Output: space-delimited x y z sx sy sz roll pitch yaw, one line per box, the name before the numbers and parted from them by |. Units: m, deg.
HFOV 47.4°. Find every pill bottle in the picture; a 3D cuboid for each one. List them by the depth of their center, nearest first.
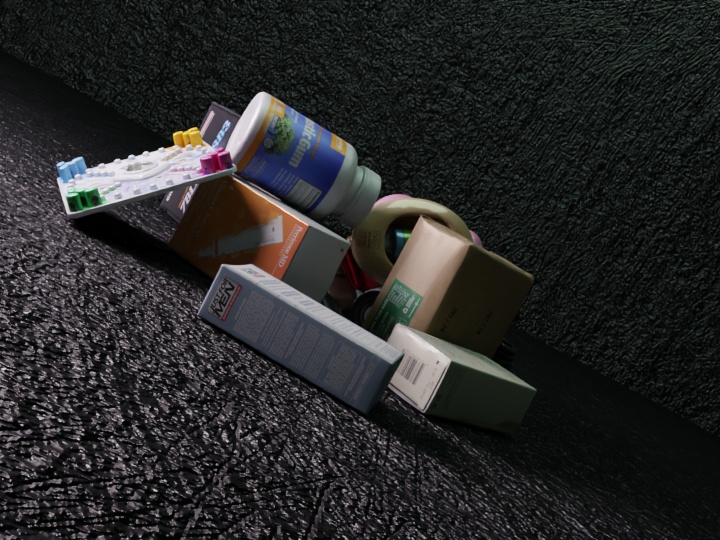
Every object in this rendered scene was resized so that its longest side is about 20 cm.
pill bottle | -0.074 -0.140 1.096 0.198 0.113 0.112 28 5 -21

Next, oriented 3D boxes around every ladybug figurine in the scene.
ladybug figurine | 0.070 -0.037 1.215 0.197 0.138 0.072 7 -5 -19

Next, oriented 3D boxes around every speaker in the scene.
speaker | 0.051 0.056 1.262 0.081 0.082 0.200 29 15 12

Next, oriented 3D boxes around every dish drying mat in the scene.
dish drying mat | 0.000 0.000 1.274 0.200 0.018 0.078 21 50 -77

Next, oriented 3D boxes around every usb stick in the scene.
usb stick | -0.041 0.063 1.089 0.056 0.033 0.200 48 1 -11

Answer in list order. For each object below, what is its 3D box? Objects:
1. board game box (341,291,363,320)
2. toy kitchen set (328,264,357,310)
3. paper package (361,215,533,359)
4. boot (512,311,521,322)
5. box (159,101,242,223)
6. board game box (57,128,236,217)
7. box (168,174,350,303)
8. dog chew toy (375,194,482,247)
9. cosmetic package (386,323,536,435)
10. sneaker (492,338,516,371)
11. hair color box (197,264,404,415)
board game box | -0.026 0.048 1.395 0.199 0.026 0.199 32 7 39
toy kitchen set | -0.058 -0.056 1.238 0.199 0.182 0.163 5 22 -46
paper package | 0.117 0.053 1.125 0.103 0.202 0.190 33 6 42
boot | 0.208 0.098 1.339 0.200 0.129 0.068 50 25 -38
box | -0.226 -0.152 1.310 0.049 0.202 0.198 26 6 -42
board game box | -0.274 -0.128 1.021 0.198 0.026 0.200 -18 24 -18
box | -0.132 -0.033 1.053 0.199 0.125 0.097 31 5 33
dog chew toy | 0.105 -0.046 1.324 0.197 0.126 0.124 17 3 9
cosmetic package | 0.120 0.139 1.022 0.199 0.072 0.105 24 6 -44
sneaker | 0.153 0.115 1.284 0.198 0.100 0.071 26 7 4
hair color box | -0.058 0.066 0.850 0.198 0.061 0.099 30 5 8
